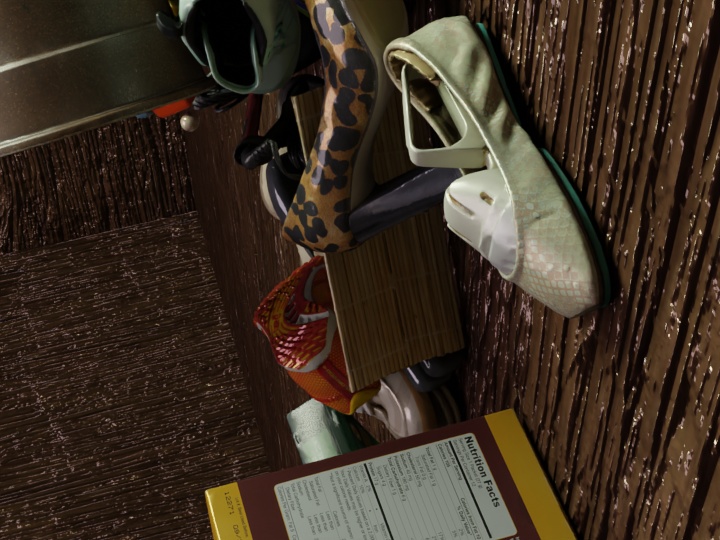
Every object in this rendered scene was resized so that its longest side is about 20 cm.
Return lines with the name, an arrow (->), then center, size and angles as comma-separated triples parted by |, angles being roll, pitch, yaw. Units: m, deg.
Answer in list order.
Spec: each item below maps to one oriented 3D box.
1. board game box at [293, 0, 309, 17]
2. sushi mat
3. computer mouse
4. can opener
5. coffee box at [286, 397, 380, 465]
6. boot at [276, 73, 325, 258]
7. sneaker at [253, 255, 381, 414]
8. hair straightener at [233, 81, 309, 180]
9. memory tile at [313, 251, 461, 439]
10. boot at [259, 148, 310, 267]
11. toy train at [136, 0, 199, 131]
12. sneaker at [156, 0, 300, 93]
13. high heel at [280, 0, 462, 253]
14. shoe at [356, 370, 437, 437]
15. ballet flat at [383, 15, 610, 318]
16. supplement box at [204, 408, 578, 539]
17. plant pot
board game box -> -0.061, -0.237, 0.810 | 0.199, 0.045, 0.135 | 35, 161, 7
sushi mat -> 0.014, -0.029, 0.854 | 0.012, 0.095, 0.202 | 12, 116, 61
computer mouse -> -0.050, -0.180, 1.020 | 0.053, 0.138, 0.200 | 54, 155, 2
can opener -> 0.000, 0.000, 0.936 | 0.201, 0.066, 0.053 | 55, 152, 14
coffee box -> 0.018, 0.196, 1.042 | 0.200, 0.044, 0.123 | 50, -168, -48
boot -> -0.008, -0.071, 1.017 | 0.174, 0.069, 0.202 | 22, 132, 68
sneaker -> -0.031, 0.049, 0.958 | 0.077, 0.073, 0.200 | 47, -170, -21
hair straightener -> -0.045, -0.100, 0.905 | 0.200, 0.076, 0.041 | -94, 14, -74
memory tile -> 0.019, 0.074, 1.046 | 0.200, 0.017, 0.154 | 53, 160, 28
boot -> -0.045, -0.082, 1.239 | 0.146, 0.070, 0.202 | 111, 144, -62
toy train -> -0.133, -0.192, 0.976 | 0.199, 0.150, 0.056 | -20, 36, 45
sneaker -> -0.079, -0.141, 0.795 | 0.201, 0.073, 0.119 | 79, -171, -62
high heel -> -0.031, -0.107, 0.766 | 0.201, 0.142, 0.071 | 61, -146, -11
shoe -> -0.006, 0.083, 1.010 | 0.200, 0.053, 0.070 | 36, 149, 55
ballet flat -> 0.060, -0.049, 0.653 | 0.068, 0.062, 0.201 | 89, 164, -50
supplement box -> 0.024, 0.219, 0.803 | 0.198, 0.198, 0.133 | 87, 166, -45
plant pot -> -0.218, -0.186, 0.847 | 0.200, 0.199, 0.200 | -144, 36, -75
